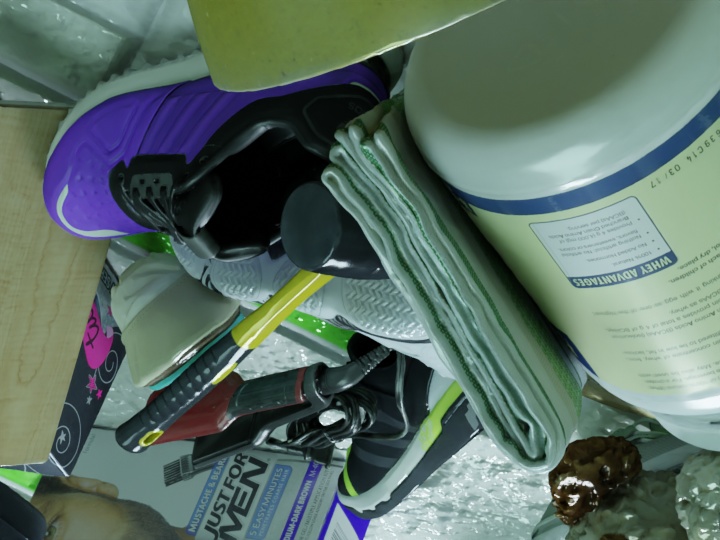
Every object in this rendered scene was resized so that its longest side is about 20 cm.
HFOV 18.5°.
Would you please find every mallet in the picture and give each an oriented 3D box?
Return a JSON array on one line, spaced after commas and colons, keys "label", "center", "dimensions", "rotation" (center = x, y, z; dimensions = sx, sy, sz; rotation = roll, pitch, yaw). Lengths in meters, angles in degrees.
[{"label": "mallet", "center": [-0.053, 0.025, 0.970], "dimensions": [0.200, 0.041, 0.066], "rotation": [-38, 151, 29]}]

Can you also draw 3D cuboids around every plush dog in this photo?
[{"label": "plush dog", "center": [0.168, 0.140, 1.006], "dimensions": [0.171, 0.160, 0.201], "rotation": [-1, 114, 34]}]

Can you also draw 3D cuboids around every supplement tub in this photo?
[{"label": "supplement tub", "center": [0.123, -0.035, 0.871], "dimensions": [0.144, 0.145, 0.200], "rotation": [-6, 139, 37]}]

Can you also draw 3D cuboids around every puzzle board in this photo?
[{"label": "puzzle board", "center": [-0.194, 0.009, 1.070], "dimensions": [0.150, 0.201, 0.017], "rotation": [0, -153, -39]}]

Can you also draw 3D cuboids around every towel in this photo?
[{"label": "towel", "center": [0.044, -0.004, 0.899], "dimensions": [0.031, 0.200, 0.150], "rotation": [-29, 95, 13]}]

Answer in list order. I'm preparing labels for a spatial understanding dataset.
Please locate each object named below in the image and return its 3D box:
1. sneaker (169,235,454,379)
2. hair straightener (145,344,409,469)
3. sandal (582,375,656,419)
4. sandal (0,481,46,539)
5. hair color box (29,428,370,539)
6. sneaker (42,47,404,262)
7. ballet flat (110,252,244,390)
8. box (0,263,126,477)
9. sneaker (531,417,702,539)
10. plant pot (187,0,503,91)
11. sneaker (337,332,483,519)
[{"label": "sneaker", "center": [0.000, 0.000, 1.056], "dimensions": [0.199, 0.075, 0.115], "rotation": [20, 174, 43]}, {"label": "hair straightener", "center": [-0.034, 0.072, 1.162], "dimensions": [0.077, 0.041, 0.200], "rotation": [28, 148, -30]}, {"label": "sandal", "center": [0.199, 0.035, 1.025], "dimensions": [0.211, 0.078, 0.070], "rotation": [13, 116, 2]}, {"label": "sandal", "center": [-0.251, 0.108, 1.189], "dimensions": [0.200, 0.043, 0.076], "rotation": [39, 145, -28]}, {"label": "hair color box", "center": [-0.105, 0.164, 1.339], "dimensions": [0.199, 0.110, 0.065], "rotation": [4, 144, 26]}, {"label": "sneaker", "center": [-0.074, -0.043, 0.991], "dimensions": [0.200, 0.100, 0.070], "rotation": [-22, 132, 33]}, {"label": "ballet flat", "center": [-0.100, 0.023, 1.124], "dimensions": [0.069, 0.070, 0.200], "rotation": [24, 174, -3]}, {"label": "box", "center": [-0.225, 0.006, 1.171], "dimensions": [0.132, 0.115, 0.200], "rotation": [4, 144, 27]}, {"label": "sneaker", "center": [0.148, 0.100, 1.115], "dimensions": [0.075, 0.082, 0.200], "rotation": [29, 148, -19]}, {"label": "plant pot", "center": [0.010, -0.168, 0.730], "dimensions": [0.199, 0.200, 0.142], "rotation": [-13, 110, 43]}, {"label": "sneaker", "center": [0.026, 0.064, 1.174], "dimensions": [0.083, 0.072, 0.200], "rotation": [49, 147, 5]}]
